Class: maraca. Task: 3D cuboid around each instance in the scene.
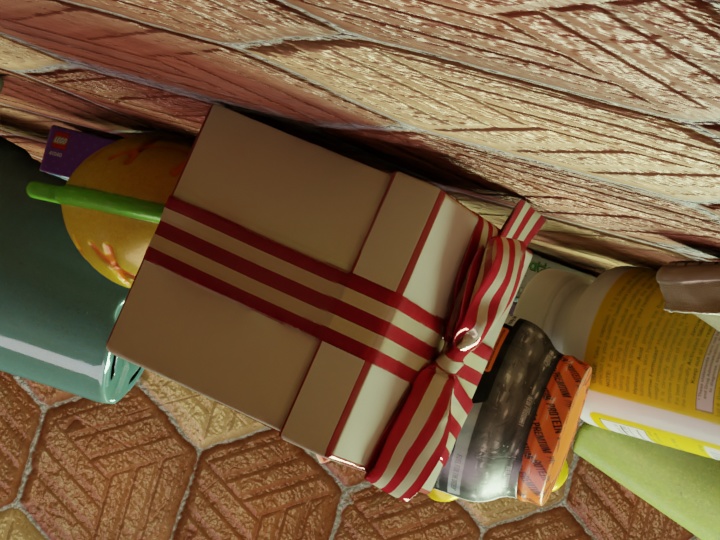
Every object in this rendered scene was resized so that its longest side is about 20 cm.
[{"bbox_3d":[-0.151,-0.041,1.723,0.137,0.108,0.200,16,178,-33],"label":"maraca"}]

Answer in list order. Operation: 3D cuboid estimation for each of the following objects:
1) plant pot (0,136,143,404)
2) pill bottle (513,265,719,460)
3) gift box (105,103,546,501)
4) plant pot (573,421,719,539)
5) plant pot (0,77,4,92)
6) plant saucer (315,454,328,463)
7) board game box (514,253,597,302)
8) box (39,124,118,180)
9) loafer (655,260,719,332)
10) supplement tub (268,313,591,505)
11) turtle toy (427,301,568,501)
[{"bbox_3d":[-0.259,0.004,1.998,0.195,0.201,0.200,22,178,8],"label":"plant pot"},{"bbox_3d":[0.202,0.059,1.642,0.199,0.112,0.111,14,176,32],"label":"pill bottle"},{"bbox_3d":[-0.003,0.018,1.465,0.186,0.185,0.200,23,-177,27],"label":"gift box"},{"bbox_3d":[0.267,0.117,1.868,0.183,0.201,0.200,27,178,9],"label":"plant pot"},{"bbox_3d":[-0.351,-0.071,1.627,0.199,0.175,0.200,15,177,1],"label":"plant pot"},{"bbox_3d":[0.047,0.086,1.950,0.199,0.037,0.200,-24,170,-2],"label":"plant saucer"},{"bbox_3d":[0.098,0.003,1.883,0.126,0.035,0.200,19,176,-32],"label":"board game box"},{"bbox_3d":[-0.123,-0.059,1.873,0.199,0.039,0.137,14,176,24],"label":"box"},{"bbox_3d":[0.263,0.043,1.465,0.199,0.069,0.076,17,176,-13],"label":"loafer"},{"bbox_3d":[0.040,0.073,1.602,0.199,0.123,0.123,20,177,11],"label":"supplement tub"},{"bbox_3d":[0.107,0.080,1.790,0.199,0.101,0.146,-7,124,21],"label":"turtle toy"}]
